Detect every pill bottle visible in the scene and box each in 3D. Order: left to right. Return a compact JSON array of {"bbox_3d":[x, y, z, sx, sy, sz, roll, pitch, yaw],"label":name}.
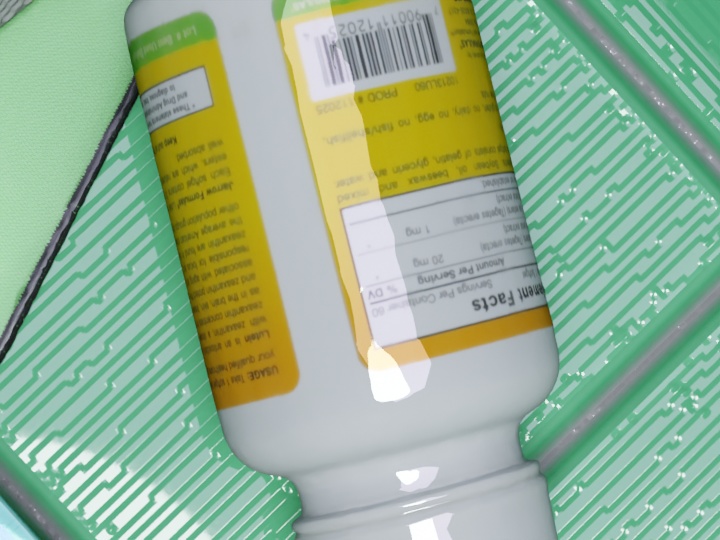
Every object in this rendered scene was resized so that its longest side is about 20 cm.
[{"bbox_3d":[0.000,0.000,0.891,0.110,0.111,0.201,-14,89,-7],"label":"pill bottle"}]

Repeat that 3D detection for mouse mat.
[{"bbox_3d":[-0.176,-0.075,0.927,0.199,0.008,0.162,27,84,-4],"label":"mouse mat"}]

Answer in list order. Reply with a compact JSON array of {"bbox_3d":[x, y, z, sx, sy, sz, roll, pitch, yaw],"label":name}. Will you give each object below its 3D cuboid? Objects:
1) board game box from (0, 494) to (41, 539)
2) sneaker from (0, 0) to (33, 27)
[{"bbox_3d":[-0.183,0.144,0.894,0.200,0.045,0.152,-43,92,-8],"label":"board game box"},{"bbox_3d":[-0.138,-0.137,0.902,0.200,0.073,0.114,-40,88,-18],"label":"sneaker"}]
